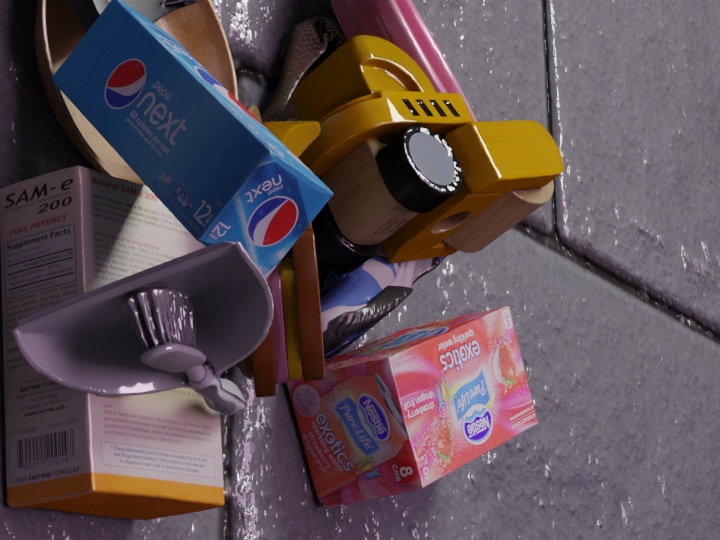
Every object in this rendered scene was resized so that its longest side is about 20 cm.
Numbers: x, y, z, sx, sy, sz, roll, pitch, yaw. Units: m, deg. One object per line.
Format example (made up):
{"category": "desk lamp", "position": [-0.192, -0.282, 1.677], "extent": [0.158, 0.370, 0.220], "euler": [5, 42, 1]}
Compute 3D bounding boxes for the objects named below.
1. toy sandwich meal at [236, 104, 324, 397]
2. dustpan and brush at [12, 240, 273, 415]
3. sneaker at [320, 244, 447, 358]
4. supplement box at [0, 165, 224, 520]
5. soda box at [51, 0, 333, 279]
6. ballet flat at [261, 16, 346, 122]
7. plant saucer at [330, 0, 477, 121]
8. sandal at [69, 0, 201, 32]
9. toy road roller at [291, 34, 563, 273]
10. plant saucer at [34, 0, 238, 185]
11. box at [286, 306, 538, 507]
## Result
{"category": "toy sandwich meal", "position": [-0.055, -0.016, 1.307], "extent": [0.205, 0.070, 0.206], "euler": [1, 90, -87]}
{"category": "dustpan and brush", "position": [-0.102, 0.048, 1.128], "extent": [0.200, 0.139, 0.057], "euler": [44, 26, -75]}
{"category": "sneaker", "position": [0.000, 0.000, 1.478], "extent": [0.077, 0.076, 0.200], "euler": [49, 35, -4]}
{"category": "supplement box", "position": [-0.154, 0.048, 1.198], "extent": [0.126, 0.073, 0.200], "euler": [17, 65, -53]}
{"category": "soda box", "position": [-0.104, -0.082, 1.158], "extent": [0.064, 0.068, 0.200], "euler": [32, 10, -48]}
{"category": "ballet flat", "position": [-0.041, -0.114, 1.464], "extent": [0.067, 0.046, 0.200], "euler": [46, 43, -38]}
{"category": "plant saucer", "position": [0.034, -0.167, 1.542], "extent": [0.201, 0.051, 0.201], "euler": [59, 9, -16]}
{"category": "sandal", "position": [-0.125, -0.208, 1.304], "extent": [0.076, 0.043, 0.200], "euler": [62, 34, -21]}
{"category": "toy road roller", "position": [0.037, -0.092, 1.423], "extent": [0.200, 0.123, 0.146], "euler": [-4, 64, -47]}
{"category": "plant saucer", "position": [-0.156, -0.137, 1.302], "extent": [0.200, 0.035, 0.201], "euler": [28, 55, -49]}
{"category": "box", "position": [0.043, 0.101, 1.467], "extent": [0.200, 0.095, 0.103], "euler": [-17, 94, -58]}
